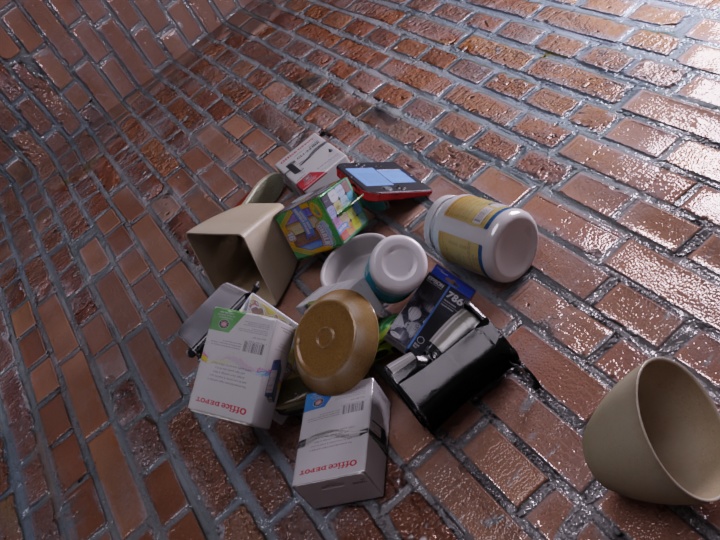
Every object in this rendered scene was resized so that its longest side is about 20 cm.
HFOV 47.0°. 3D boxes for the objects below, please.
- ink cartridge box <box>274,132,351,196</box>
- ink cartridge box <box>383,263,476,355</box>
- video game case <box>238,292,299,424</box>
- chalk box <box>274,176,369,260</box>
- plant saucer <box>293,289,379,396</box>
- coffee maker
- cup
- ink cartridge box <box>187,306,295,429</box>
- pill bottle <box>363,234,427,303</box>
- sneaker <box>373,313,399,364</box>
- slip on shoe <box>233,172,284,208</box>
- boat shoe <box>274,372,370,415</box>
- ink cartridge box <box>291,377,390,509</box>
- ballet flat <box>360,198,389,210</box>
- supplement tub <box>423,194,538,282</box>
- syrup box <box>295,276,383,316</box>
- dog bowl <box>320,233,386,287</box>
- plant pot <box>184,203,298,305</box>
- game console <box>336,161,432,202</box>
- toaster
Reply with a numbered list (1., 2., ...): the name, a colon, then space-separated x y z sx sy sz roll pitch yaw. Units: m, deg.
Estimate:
1. ink cartridge box: -0.115 -0.258 2.153 0.144 0.084 0.200 -40 37 -6
2. ink cartridge box: 0.138 0.078 1.594 0.099 0.039 0.201 32 66 8
3. video game case: -0.186 0.175 1.648 0.183 0.199 0.023 -56 -1 -11
4. chalk box: -0.071 -0.123 1.885 0.199 0.125 0.124 -16 17 42
5. plant saucer: -0.056 0.128 1.523 0.199 0.035 0.202 -14 66 33
6. coffee maker: 0.166 0.180 1.426 0.200 0.135 0.192 -39 38 -6
7. cup: 0.399 0.241 1.164 0.143 0.200 0.201 -36 27 44
8. ink cartridge box: -0.224 0.185 1.564 0.144 0.087 0.202 9 77 23
9. pill bottle: 0.064 0.004 1.627 0.111 0.111 0.200 -43 -5 -12
10. sneaker: 0.007 0.147 1.639 0.199 0.075 0.084 -23 28 -1
11. slip on shoe: -0.284 -0.188 2.217 0.200 0.074 0.061 -49 36 -12
12. boat shoe: -0.076 0.234 1.601 0.199 0.066 0.072 -14 52 0
13. ink cartridge box: -0.031 0.307 1.473 0.144 0.084 0.201 -17 39 22
14. ballet flat: 0.006 -0.192 2.007 0.199 0.068 0.064 13 52 44
15. supplement tub: 0.235 -0.069 1.636 0.145 0.145 0.199 -46 39 -16
16. syrup box: -0.045 0.076 1.674 0.081 0.079 0.200 -39 12 -27
17. dog bowl: 0.000 0.000 1.808 0.199 0.059 0.201 -20 39 17
18. plant pot: -0.256 -0.057 1.962 0.199 0.201 0.177 3 39 38
19. game console: 0.051 -0.216 1.957 0.175 0.031 0.200 -9 31 -24
20. toaster: -0.261 0.140 1.747 0.200 0.181 0.118 -47 38 -17
